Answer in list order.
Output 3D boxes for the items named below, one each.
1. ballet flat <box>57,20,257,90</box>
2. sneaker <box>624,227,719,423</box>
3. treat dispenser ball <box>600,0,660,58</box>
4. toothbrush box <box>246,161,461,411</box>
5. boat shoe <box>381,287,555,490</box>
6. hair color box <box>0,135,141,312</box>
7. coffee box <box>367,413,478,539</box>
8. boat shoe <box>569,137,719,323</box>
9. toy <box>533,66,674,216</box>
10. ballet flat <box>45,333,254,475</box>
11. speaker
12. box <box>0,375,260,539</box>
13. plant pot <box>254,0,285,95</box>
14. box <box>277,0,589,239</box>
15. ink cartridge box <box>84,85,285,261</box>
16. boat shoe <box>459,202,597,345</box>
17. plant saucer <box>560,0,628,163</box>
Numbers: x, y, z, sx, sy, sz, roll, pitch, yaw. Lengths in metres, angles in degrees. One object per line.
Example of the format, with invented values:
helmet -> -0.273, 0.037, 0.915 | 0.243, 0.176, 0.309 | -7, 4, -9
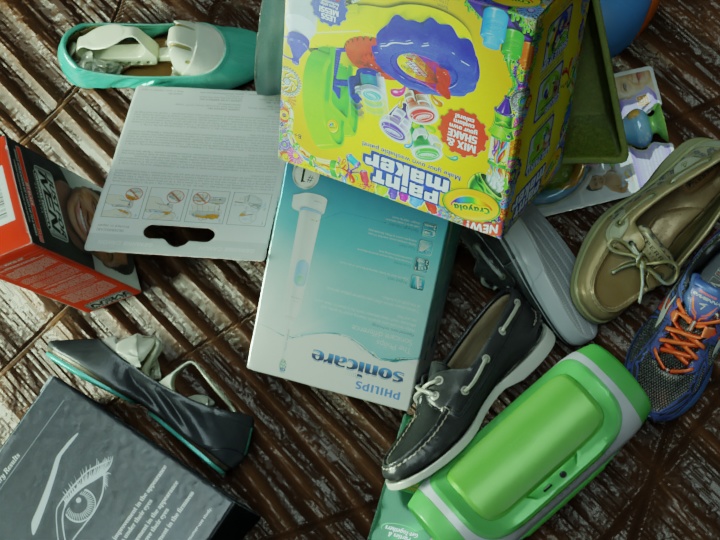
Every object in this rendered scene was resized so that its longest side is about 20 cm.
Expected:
ballet flat -> -0.185, -0.200, 1.471 | 0.200, 0.070, 0.067 | -1, 74, 7
sneaker -> 0.280, 0.035, 1.337 | 0.075, 0.078, 0.200 | 27, 80, 15
treat dispenser ball -> 0.164, -0.267, 1.372 | 0.201, 0.201, 0.201 | -2, 75, 7
toothbrush box -> 0.000, 0.000, 1.345 | 0.146, 0.085, 0.200 | 13, 101, 12
boat shoe -> 0.079, 0.095, 1.304 | 0.200, 0.074, 0.060 | -44, 108, -21
hair color box -> -0.266, -0.035, 1.366 | 0.061, 0.200, 0.102 | -21, 73, 12
coffee box -> 0.067, 0.231, 1.331 | 0.123, 0.044, 0.200 | 13, 76, 10
boat shoe -> 0.254, -0.038, 1.351 | 0.073, 0.063, 0.200 | 44, 77, -19
toy -> 0.173, -0.112, 1.408 | 0.200, 0.047, 0.115 | -12, 73, 4
ballet flat -> -0.176, 0.099, 1.390 | 0.200, 0.073, 0.073 | 32, 81, 9
speaker -> 0.136, 0.150, 1.280 | 0.200, 0.088, 0.088 | -40, 73, -7
box -> -0.212, 0.206, 1.346 | 0.200, 0.104, 0.148 | 33, 82, 15
plant pot -> -0.008, -0.241, 1.401 | 0.134, 0.200, 0.200 | 10, 76, 0
box -> 0.055, -0.161, 1.228 | 0.200, 0.193, 0.122 | 20, 40, 20
ink cartridge box -> -0.138, -0.077, 1.406 | 0.162, 0.050, 0.200 | 4, 53, 9
boat shoe -> 0.130, -0.015, 1.382 | 0.071, 0.072, 0.200 | -36, 82, 30
plant saucer -> 0.115, -0.184, 1.291 | 0.200, 0.200, 0.048 | 2, 33, 31
